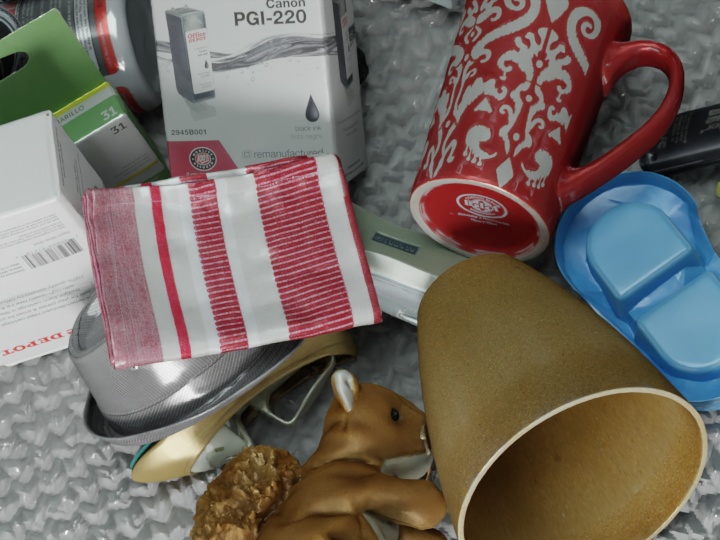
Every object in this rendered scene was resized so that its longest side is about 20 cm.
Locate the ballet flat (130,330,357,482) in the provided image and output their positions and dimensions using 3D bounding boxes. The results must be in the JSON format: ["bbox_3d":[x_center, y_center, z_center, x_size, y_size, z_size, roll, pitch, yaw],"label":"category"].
[{"bbox_3d":[-0.085,0.105,1.685,0.200,0.069,0.063,-43,76,-4],"label":"ballet flat"}]

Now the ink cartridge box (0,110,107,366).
[{"bbox_3d":[-0.262,-0.020,1.721,0.145,0.200,0.084,-17,59,8],"label":"ink cartridge box"}]

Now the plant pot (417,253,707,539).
[{"bbox_3d":[0.119,0.087,1.581,0.186,0.187,0.200,-30,45,2],"label":"plant pot"}]

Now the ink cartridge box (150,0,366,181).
[{"bbox_3d":[-0.080,-0.166,1.741,0.145,0.085,0.202,-1,103,17],"label":"ink cartridge box"}]

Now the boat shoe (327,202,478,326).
[{"bbox_3d":[0.001,0.000,1.691,0.200,0.072,0.070,21,34,12],"label":"boat shoe"}]

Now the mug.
[{"bbox_3d":[0.130,-0.120,1.655,0.177,0.133,0.201,-9,49,42],"label":"mug"}]

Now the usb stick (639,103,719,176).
[{"bbox_3d":[0.297,-0.108,1.646,0.199,0.033,0.056,-12,45,35],"label":"usb stick"}]

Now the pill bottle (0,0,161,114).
[{"bbox_3d":[-0.269,-0.168,1.841,0.199,0.116,0.117,-12,62,11],"label":"pill bottle"}]

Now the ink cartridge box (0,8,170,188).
[{"bbox_3d":[-0.251,-0.101,1.755,0.145,0.200,0.048,-31,58,0],"label":"ink cartridge box"}]

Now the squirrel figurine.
[{"bbox_3d":[-0.032,0.166,1.600,0.198,0.142,0.188,0,59,14],"label":"squirrel figurine"}]

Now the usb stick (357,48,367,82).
[{"bbox_3d":[-0.069,-0.210,1.839,0.055,0.033,0.200,-44,61,2],"label":"usb stick"}]

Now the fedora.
[{"bbox_3d":[-0.141,0.040,1.676,0.199,0.090,0.177,-29,27,14],"label":"fedora"}]

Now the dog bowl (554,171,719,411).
[{"bbox_3d":[0.225,0.019,1.637,0.111,0.050,0.200,-35,61,-1],"label":"dog bowl"}]

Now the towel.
[{"bbox_3d":[-0.095,-0.009,1.623,0.198,0.023,0.145,-10,64,-10],"label":"towel"}]

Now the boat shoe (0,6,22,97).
[{"bbox_3d":[-0.318,-0.119,1.774,0.068,0.201,0.057,22,35,0],"label":"boat shoe"}]

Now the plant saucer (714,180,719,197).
[{"bbox_3d":[0.381,-0.078,1.596,0.199,0.048,0.200,-41,27,-4],"label":"plant saucer"}]

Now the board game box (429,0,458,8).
[{"bbox_3d":[0.026,-0.316,1.838,0.199,0.064,0.148,23,62,25],"label":"board game box"}]
